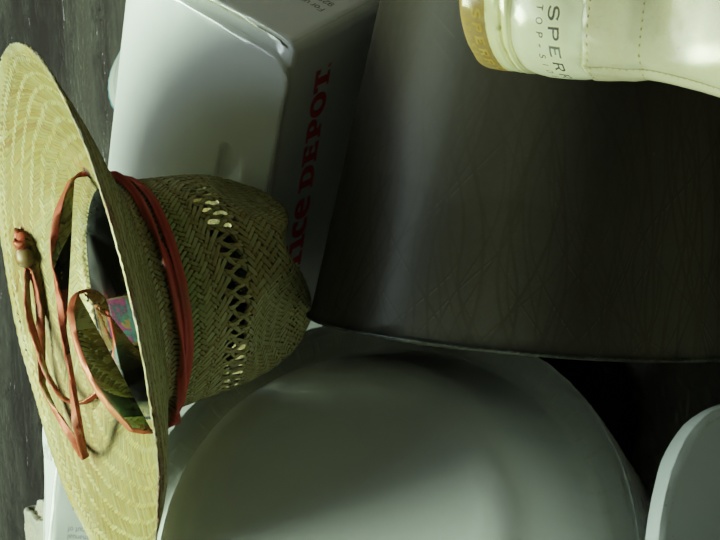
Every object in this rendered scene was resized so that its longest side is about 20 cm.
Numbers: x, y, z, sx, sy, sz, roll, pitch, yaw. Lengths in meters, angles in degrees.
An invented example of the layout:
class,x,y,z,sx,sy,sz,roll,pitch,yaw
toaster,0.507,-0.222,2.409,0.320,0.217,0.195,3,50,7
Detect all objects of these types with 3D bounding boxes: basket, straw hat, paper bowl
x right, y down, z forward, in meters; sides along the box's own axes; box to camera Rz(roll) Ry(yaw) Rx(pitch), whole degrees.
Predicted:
class,x,y,z,sx,sy,sz,roll,pitch,yaw
basket,0.069,-0.076,0.893,0.136,0.180,0.201,9,96,42
straw hat,-0.064,0.006,0.899,0.201,0.085,0.202,168,90,-72
paper bowl,0.007,0.112,0.935,0.104,0.200,0.201,52,-159,-61

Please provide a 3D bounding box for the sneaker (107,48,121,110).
class,x,y,z,sx,sy,sz,roll,pitch,yaw
sneaker,-0.067,-0.160,1.335,0.201,0.076,0.081,-69,17,2

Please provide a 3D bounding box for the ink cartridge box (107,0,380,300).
class,x,y,z,sx,sy,sz,roll,pitch,yaw
ink cartridge box,-0.004,-0.078,1.013,0.084,0.200,0.146,31,131,26

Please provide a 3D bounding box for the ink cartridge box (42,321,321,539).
class,x,y,z,sx,sy,sz,roll,pitch,yaw
ink cartridge box,-0.051,0.099,1.046,0.050,0.160,0.201,-173,89,-77

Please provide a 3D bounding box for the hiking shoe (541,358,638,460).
class,x,y,z,sx,sy,sz,roll,pitch,yaw
hiking shoe,0.071,0.083,1.030,0.101,0.075,0.201,121,142,-66

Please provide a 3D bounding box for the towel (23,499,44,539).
class,x,y,z,sx,sy,sz,roll,pitch,yaw
towel,-0.124,0.201,1.181,0.133,0.034,0.201,169,96,-75

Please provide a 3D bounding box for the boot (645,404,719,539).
class,x,y,z,sx,sy,sz,roll,pitch,yaw
boot,0.122,0.149,0.896,0.096,0.073,0.201,158,110,-72

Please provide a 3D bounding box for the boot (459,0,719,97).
class,x,y,z,sx,sy,sz,roll,pitch,yaw
boot,0.140,-0.125,0.759,0.155,0.200,0.073,19,152,33
